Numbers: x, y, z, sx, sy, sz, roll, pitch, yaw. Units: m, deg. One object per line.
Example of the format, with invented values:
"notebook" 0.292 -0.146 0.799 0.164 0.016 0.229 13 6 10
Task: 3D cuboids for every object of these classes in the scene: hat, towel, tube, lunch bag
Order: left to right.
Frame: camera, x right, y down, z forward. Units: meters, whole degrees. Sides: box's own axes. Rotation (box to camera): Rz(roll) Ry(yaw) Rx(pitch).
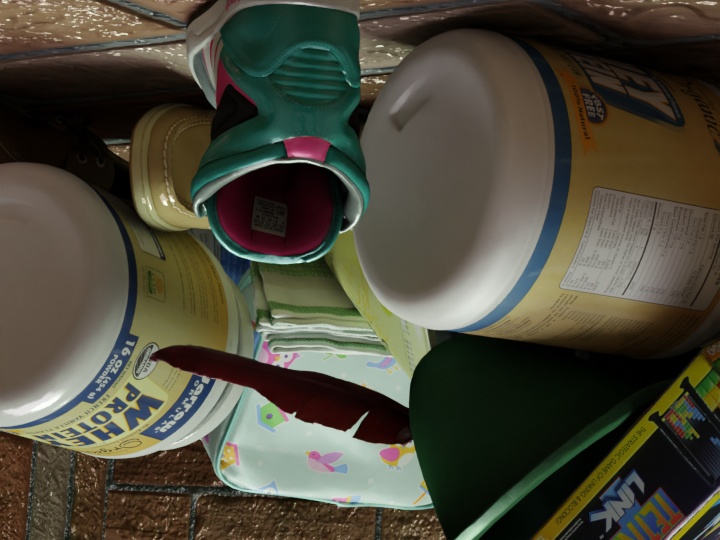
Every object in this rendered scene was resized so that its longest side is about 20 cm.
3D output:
"lunch bag" -0.001 0.072 1.538 0.199 0.161 0.077 8 -158 -27
"towel" 0.000 0.000 1.476 0.148 0.031 0.200 7 -154 -10
"tube" 0.014 0.006 1.358 0.058 0.052 0.200 33 -168 -27
"hat" 0.047 0.046 1.186 0.166 0.176 0.200 -47 162 28

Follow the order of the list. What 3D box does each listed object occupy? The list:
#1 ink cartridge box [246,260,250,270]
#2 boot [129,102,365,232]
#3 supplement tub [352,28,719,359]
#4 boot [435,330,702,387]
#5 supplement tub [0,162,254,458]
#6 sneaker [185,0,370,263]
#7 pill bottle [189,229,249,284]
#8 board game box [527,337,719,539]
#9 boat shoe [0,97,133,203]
"ink cartridge box" 0.014 0.020 1.622 0.199 0.095 0.044 -1 -171 -33
"boot" -0.027 -0.055 1.295 0.155 0.073 0.200 1 178 23
"supplement tub" 0.111 -0.033 1.149 0.199 0.146 0.144 9 170 -34
"boot" 0.153 0.012 1.324 0.198 0.074 0.162 -37 -151 -30
"supplement tub" -0.156 0.029 1.315 0.144 0.145 0.200 0 168 24
"sneaker" -0.041 -0.062 1.096 0.083 0.122 0.200 5 172 -10
"pill bottle" -0.154 -0.003 1.600 0.199 0.113 0.112 9 170 -33
"board game box" 0.180 0.093 1.182 0.165 0.057 0.200 -23 157 -44
"boat shoe" -0.181 -0.067 1.363 0.068 0.072 0.200 -25 160 9
